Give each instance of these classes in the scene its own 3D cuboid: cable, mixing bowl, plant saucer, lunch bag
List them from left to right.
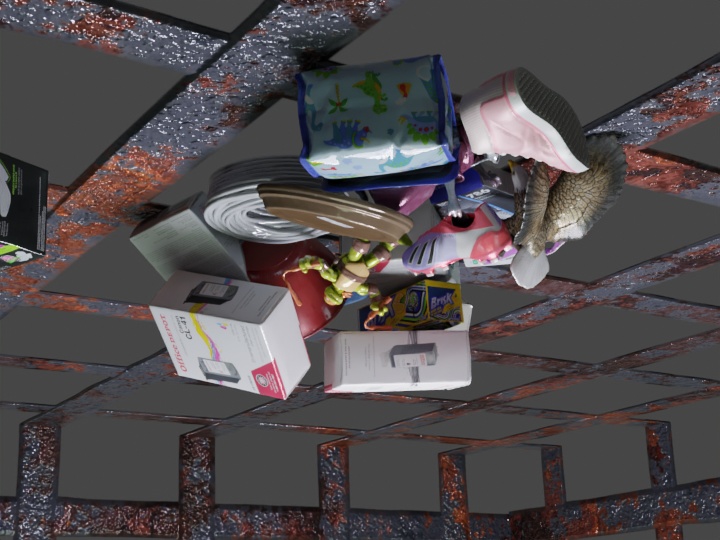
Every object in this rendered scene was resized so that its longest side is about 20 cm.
[{"bbox_3d":[-0.113,-0.097,1.596,0.198,0.070,0.199,13,158,-36],"label":"cable"},{"bbox_3d":[-0.124,0.006,1.772,0.198,0.201,0.109,-8,133,18],"label":"mixing bowl"},{"bbox_3d":[-0.033,-0.068,1.436,0.198,0.030,0.200,13,175,1],"label":"plant saucer"},{"bbox_3d":[0.025,-0.158,1.342,0.168,0.129,0.200,-4,174,8],"label":"lunch bag"}]

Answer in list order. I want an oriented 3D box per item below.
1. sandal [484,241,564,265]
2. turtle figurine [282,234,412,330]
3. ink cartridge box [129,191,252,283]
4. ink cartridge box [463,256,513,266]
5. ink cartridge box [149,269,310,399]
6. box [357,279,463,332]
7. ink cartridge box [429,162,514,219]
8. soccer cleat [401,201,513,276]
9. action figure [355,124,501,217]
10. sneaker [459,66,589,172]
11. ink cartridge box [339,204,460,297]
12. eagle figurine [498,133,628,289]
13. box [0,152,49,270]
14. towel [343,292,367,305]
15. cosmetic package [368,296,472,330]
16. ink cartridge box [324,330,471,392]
[{"bbox_3d":[0.269,-0.044,1.736,0.201,0.050,0.083,-23,158,5],"label":"sandal"},{"bbox_3d":[0.000,0.000,1.660,0.199,0.065,0.162,29,116,-27],"label":"turtle figurine"},{"bbox_3d":[-0.225,-0.008,1.720,0.162,0.057,0.200,-20,120,44],"label":"ink cartridge box"},{"bbox_3d":[0.251,-0.054,1.809,0.197,0.051,0.161,-3,163,9],"label":"ink cartridge box"},{"bbox_3d":[-0.186,0.091,1.687,0.198,0.086,0.149,7,132,28],"label":"ink cartridge box"},{"bbox_3d":[0.074,0.071,1.825,0.069,0.065,0.199,6,162,-31],"label":"box"},{"bbox_3d":[0.171,-0.109,1.640,0.199,0.040,0.099,15,156,-42],"label":"ink cartridge box"},{"bbox_3d":[0.119,-0.043,1.551,0.067,0.077,0.199,-36,-164,-33],"label":"soccer cleat"},{"bbox_3d":[0.097,-0.140,1.488,0.199,0.150,0.134,-29,-177,21],"label":"action figure"},{"bbox_3d":[0.190,-0.167,1.392,0.104,0.076,0.200,-19,149,32],"label":"sneaker"},{"bbox_3d":[0.062,-0.025,1.790,0.146,0.087,0.200,-6,164,13],"label":"ink cartridge box"},{"bbox_3d":[0.239,-0.090,1.534,0.151,0.152,0.200,39,143,-10],"label":"eagle figurine"},{"bbox_3d":[-0.523,-0.082,1.501,0.147,0.126,0.199,-14,158,31],"label":"box"},{"bbox_3d":[-0.069,0.022,2.012,0.111,0.049,0.199,-17,157,37],"label":"towel"},{"bbox_3d":[0.096,0.074,1.968,0.086,0.105,0.200,5,-167,-27],"label":"cosmetic package"},{"bbox_3d":[0.053,0.137,1.760,0.197,0.086,0.146,1,171,-12],"label":"ink cartridge box"}]
